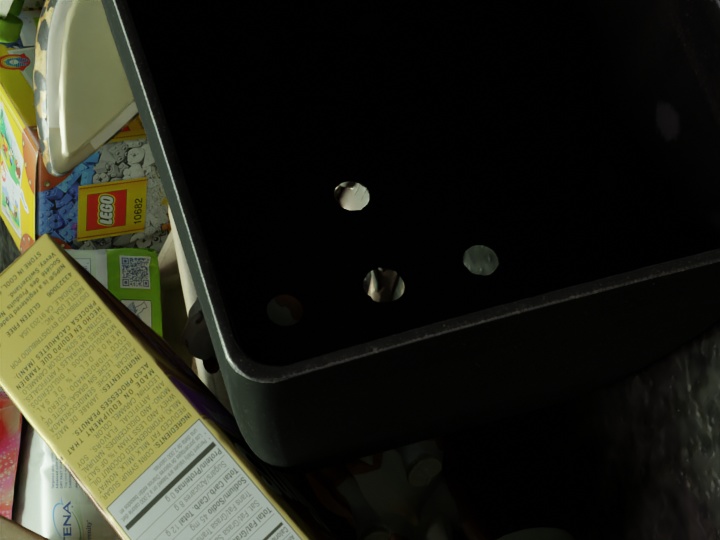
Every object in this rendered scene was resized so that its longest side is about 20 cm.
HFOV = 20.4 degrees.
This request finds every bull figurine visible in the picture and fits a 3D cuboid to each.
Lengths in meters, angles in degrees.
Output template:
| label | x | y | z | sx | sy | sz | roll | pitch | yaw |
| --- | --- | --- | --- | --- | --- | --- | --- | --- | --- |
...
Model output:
| label | x | y | z | sx | sy | sz | roll | pitch | yaw |
| --- | --- | --- | --- | --- | --- | --- | --- | --- | --- |
| bull figurine | 0.001 | 0.074 | 0.844 | 0.200 | 0.065 | 0.122 | 47 | -173 | -49 |

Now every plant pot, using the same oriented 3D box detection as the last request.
| label | x | y | z | sx | sy | sz | roll | pitch | yaw |
| --- | --- | --- | --- | --- | --- | --- | --- | --- | --- |
| plant pot | 0.017 | -0.033 | 0.720 | 0.178 | 0.198 | 0.201 | 103 | 149 | -61 |

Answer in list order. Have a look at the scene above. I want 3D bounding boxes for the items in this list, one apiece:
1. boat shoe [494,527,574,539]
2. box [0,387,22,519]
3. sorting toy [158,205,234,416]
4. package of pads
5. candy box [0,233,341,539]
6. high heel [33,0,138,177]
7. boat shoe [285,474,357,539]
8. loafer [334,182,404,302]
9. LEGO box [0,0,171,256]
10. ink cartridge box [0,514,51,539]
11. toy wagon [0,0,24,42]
| label | x | y | z | sx | sy | sz | roll | pitch | yaw |
| --- | --- | --- | --- | --- | --- | --- | --- | --- | --- |
| boat shoe | 0.052 | 0.195 | 0.850 | 0.202 | 0.071 | 0.061 | 107 | 150 | -41 |
| box | -0.229 | 0.059 | 0.983 | 0.200 | 0.094 | 0.103 | -127 | 43 | -60 |
| sorting toy | -0.084 | 0.089 | 0.971 | 0.200 | 0.036 | 0.186 | 117 | 146 | -52 |
| package of pads | -0.149 | 0.082 | 0.995 | 0.200 | 0.068 | 0.156 | 150 | 118 | -68 |
| candy box | -0.062 | 0.085 | 0.771 | 0.200 | 0.056 | 0.117 | 47 | 178 | 30 |
| high heel | -0.134 | -0.133 | 1.012 | 0.142 | 0.071 | 0.201 | -8 | 61 | 63 |
| boat shoe | -0.036 | 0.051 | 1.010 | 0.065 | 0.072 | 0.202 | -22 | 83 | 65 |
| loafer | 0.000 | 0.000 | 0.913 | 0.072 | 0.062 | 0.202 | -137 | 44 | -56 |
| LEGO box | -0.133 | -0.088 | 1.081 | 0.200 | 0.148 | 0.078 | -128 | 37 | -48 |
| ink cartridge box | -0.106 | 0.196 | 0.868 | 0.164 | 0.075 | 0.200 | 20 | 154 | 26 |
| toy wagon | -0.164 | -0.193 | 0.995 | 0.200 | 0.039 | 0.156 | -114 | 44 | -70 |
